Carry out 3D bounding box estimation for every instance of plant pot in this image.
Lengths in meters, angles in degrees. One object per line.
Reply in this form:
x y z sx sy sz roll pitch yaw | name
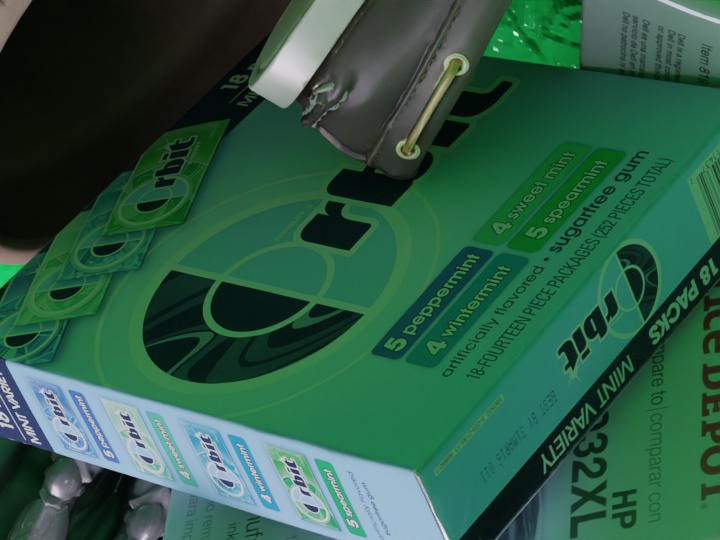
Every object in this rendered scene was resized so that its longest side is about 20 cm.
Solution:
-0.118 -0.132 0.980 0.175 0.200 0.200 43 155 19 | plant pot

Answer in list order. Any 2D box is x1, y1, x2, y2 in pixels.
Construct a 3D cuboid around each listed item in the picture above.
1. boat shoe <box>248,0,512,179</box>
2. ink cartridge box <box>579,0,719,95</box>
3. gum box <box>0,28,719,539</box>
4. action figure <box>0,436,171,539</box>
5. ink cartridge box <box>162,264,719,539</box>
0.048 -0.115 0.851 0.059 0.200 0.072 36 -165 -10 | boat shoe
0.173 -0.042 0.914 0.200 0.083 0.147 24 150 17 | ink cartridge box
0.000 0.000 0.895 0.200 0.170 0.045 12 138 43 | gum box
-0.069 0.043 1.003 0.118 0.200 0.055 27 168 -4 | action figure
0.048 0.068 0.897 0.200 0.145 0.084 -13 130 19 | ink cartridge box
